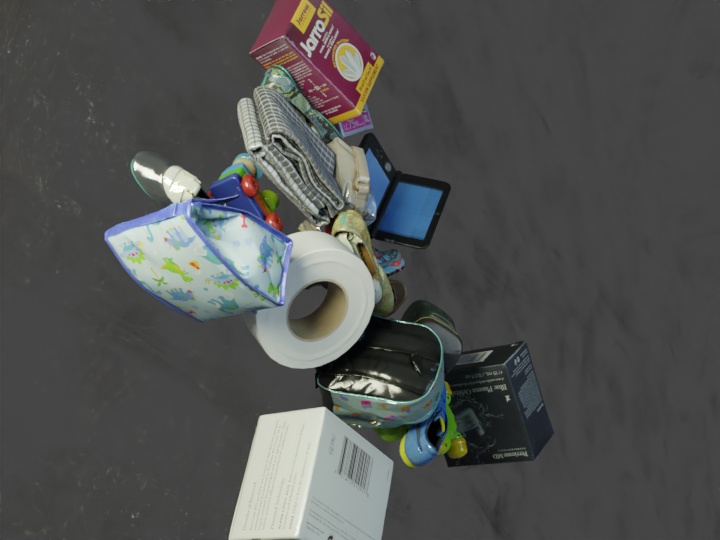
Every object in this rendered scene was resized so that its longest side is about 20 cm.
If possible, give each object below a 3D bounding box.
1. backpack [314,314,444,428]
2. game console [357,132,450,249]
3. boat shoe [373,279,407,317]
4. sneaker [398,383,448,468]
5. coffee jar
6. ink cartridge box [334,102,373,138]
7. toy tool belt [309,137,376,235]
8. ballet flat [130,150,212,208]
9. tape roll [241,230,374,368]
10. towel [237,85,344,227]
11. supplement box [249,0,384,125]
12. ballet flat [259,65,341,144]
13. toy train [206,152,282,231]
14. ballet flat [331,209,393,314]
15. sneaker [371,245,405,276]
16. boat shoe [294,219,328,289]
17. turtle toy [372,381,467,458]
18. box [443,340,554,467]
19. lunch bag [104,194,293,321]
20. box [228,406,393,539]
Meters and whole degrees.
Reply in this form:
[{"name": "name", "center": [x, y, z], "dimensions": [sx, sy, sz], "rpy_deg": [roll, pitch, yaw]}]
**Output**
[{"name": "backpack", "center": [0.043, 0.171, 1.561], "dimensions": [0.154, 0.197, 0.177], "rpy_deg": [73, 27, -45]}, {"name": "game console", "center": [0.066, -0.154, 1.782], "dimensions": [0.171, 0.117, 0.201], "rpy_deg": [56, 38, -29]}, {"name": "boat shoe", "center": [0.036, 0.056, 1.710], "dimensions": [0.199, 0.067, 0.073], "rpy_deg": [-16, 92, -57]}, {"name": "sneaker", "center": [0.126, 0.246, 1.599], "dimensions": [0.066, 0.078, 0.201], "rpy_deg": [43, 39, -17]}, {"name": "coffee jar", "center": [0.128, 0.122, 1.721], "dimensions": [0.104, 0.086, 0.200], "rpy_deg": [33, 8, -5]}, {"name": "ink cartridge box", "center": [-0.045, -0.349, 1.756], "dimensions": [0.119, 0.042, 0.202], "rpy_deg": [-29, 102, -56]}, {"name": "toy tool belt", "center": [-0.019, -0.121, 1.632], "dimensions": [0.122, 0.124, 0.202], "rpy_deg": [27, 44, -48]}, {"name": "ballet flat", "center": [-0.240, -0.101, 1.348], "dimensions": [0.200, 0.072, 0.074], "rpy_deg": [49, 42, -35]}, {"name": "tape roll", "center": [-0.080, 0.046, 1.433], "dimensions": [0.200, 0.071, 0.205], "rpy_deg": [-14, 122, -24]}, {"name": "towel", "center": [-0.105, -0.184, 1.500], "dimensions": [0.200, 0.085, 0.166], "rpy_deg": [47, 12, -37]}, {"name": "supplement box", "center": [-0.072, -0.367, 1.622], "dimensions": [0.200, 0.103, 0.132], "rpy_deg": [39, 60, -31]}, {"name": "ballet flat", "center": [-0.108, -0.262, 1.620], "dimensions": [0.200, 0.074, 0.075], "rpy_deg": [45, 45, -37]}, {"name": "toy train", "center": [-0.153, -0.080, 1.474], "dimensions": [0.201, 0.084, 0.116], "rpy_deg": [59, 24, -26]}, {"name": "ballet flat", "center": [0.000, 0.000, 1.532], "dimensions": [0.071, 0.070, 0.202], "rpy_deg": [-53, 131, -49]}, {"name": "sneaker", "center": [0.012, -0.026, 1.694], "dimensions": [0.199, 0.079, 0.097], "rpy_deg": [-21, 94, -57]}, {"name": "boat shoe", "center": [-0.083, -0.012, 1.530], "dimensions": [0.073, 0.074, 0.200], "rpy_deg": [-46, 157, -11]}, {"name": "turtle toy", "center": [0.102, 0.274, 1.701], "dimensions": [0.199, 0.100, 0.147], "rpy_deg": [19, 49, -50]}, {"name": "box", "center": [0.244, 0.262, 1.834], "dimensions": [0.117, 0.195, 0.202], "rpy_deg": [-33, 106, -54]}, {"name": "lunch bag", "center": [-0.217, -0.025, 1.266], "dimensions": [0.199, 0.168, 0.129], "rpy_deg": [32, 54, -45]}, {"name": "box", "center": [-0.067, 0.339, 1.400], "dimensions": [0.199, 0.129, 0.202], "rpy_deg": [44, 46, -40]}]
